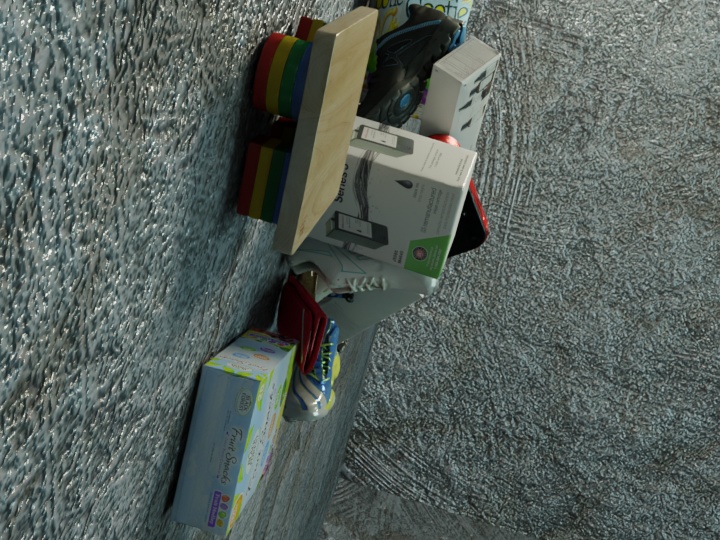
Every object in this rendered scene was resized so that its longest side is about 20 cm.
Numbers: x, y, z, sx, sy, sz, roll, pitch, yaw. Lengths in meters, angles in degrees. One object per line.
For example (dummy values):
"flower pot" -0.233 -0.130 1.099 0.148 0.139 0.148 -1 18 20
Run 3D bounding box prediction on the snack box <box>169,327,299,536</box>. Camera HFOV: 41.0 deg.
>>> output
"snack box" -0.130 0.165 1.036 0.200 0.068 0.169 -43 147 -78

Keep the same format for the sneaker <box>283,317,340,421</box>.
"sneaker" -0.069 0.125 1.328 0.200 0.076 0.105 -80 171 -71

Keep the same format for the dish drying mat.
"dish drying mat" -0.077 0.063 1.184 0.200 0.018 0.077 -139 -119 -71

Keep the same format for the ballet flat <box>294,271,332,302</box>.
"ballet flat" -0.049 -0.018 1.320 0.068 0.072 0.200 -50 155 -78

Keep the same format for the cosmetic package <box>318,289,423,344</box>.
"cosmetic package" 0.012 0.023 1.508 0.200 0.085 0.108 -29 -154 38

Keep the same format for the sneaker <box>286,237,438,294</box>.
"sneaker" 0.000 0.000 1.220 0.070 0.200 0.080 88 24 -60

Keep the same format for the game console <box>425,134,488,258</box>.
"game console" 0.068 -0.081 1.279 0.031 0.177 0.200 -96 164 -46

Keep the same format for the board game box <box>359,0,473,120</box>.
"board game box" 0.066 -0.312 1.295 0.105 0.103 0.200 33 -69 59

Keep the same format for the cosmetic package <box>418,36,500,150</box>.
"cosmetic package" 0.121 -0.198 1.252 0.083 0.051 0.200 -38 156 -29

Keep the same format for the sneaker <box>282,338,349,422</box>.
"sneaker" -0.085 0.161 1.592 0.201 0.076 0.115 -62 178 -31

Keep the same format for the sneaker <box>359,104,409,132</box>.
"sneaker" -0.007 -0.171 1.262 0.200 0.104 0.060 15 81 -46

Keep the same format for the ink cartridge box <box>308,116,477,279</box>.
"ink cartridge box" 0.022 -0.093 1.150 0.084 0.200 0.146 -65 170 -46

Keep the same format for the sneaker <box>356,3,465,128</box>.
"sneaker" 0.045 -0.245 1.196 0.200 0.082 0.073 -51 162 -14

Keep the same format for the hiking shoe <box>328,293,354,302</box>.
"hiking shoe" -0.025 -0.035 1.445 0.074 0.087 0.200 98 9 -56

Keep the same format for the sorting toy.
"sorting toy" -0.054 -0.144 0.905 0.200 0.070 0.199 -61 166 -66
